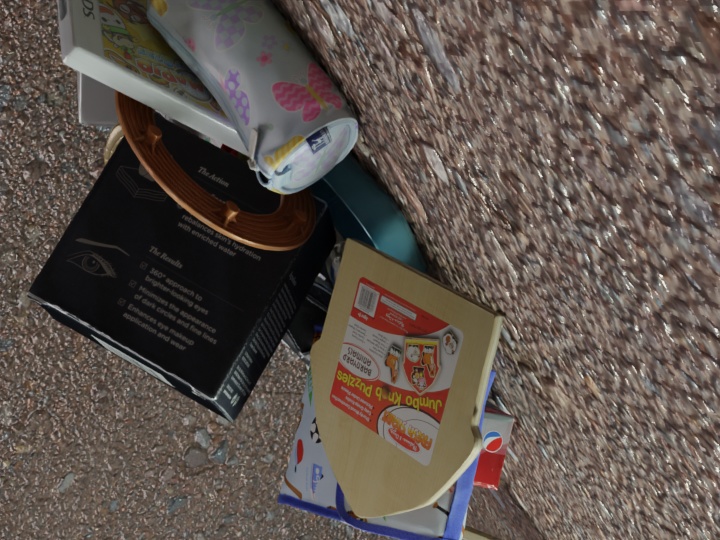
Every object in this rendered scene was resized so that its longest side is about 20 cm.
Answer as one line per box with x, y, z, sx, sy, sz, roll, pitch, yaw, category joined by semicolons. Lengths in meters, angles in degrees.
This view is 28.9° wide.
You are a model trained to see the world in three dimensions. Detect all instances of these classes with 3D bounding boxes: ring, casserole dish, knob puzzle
-0.111;-0.098;1.130;0.199;0.019;0.202;34;-151;-22;ring
-0.001;-0.052;1.202;0.200;0.039;0.122;49;170;43;casserole dish
0.030;0.099;1.094;0.030;0.221;0.220;2;-142;-43;knob puzzle

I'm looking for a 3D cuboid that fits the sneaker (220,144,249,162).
-0.090;-0.115;1.322;0.201;0.090;0.078;58;171;-28;sneaker

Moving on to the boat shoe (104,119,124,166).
-0.223;-0.117;1.464;0.201;0.071;0.066;86;-171;-63;boat shoe

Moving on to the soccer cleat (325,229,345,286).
0.000;0.000;1.301;0.087;0.069;0.200;56;174;-13;soccer cleat

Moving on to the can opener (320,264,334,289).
-0.039;-0.003;1.428;0.200;0.067;0.054;41;-157;-33;can opener

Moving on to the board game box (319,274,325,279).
-0.044;-0.033;1.577;0.201;0.043;0.200;61;173;-16;board game box

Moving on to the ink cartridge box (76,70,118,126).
-0.265;-0.261;1.508;0.201;0.083;0.147;-112;25;-59;ink cartridge box

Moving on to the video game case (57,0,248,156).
-0.159;-0.188;1.143;0.198;0.023;0.183;25;-147;-34;video game case

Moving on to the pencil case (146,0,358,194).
-0.085;-0.155;1.088;0.201;0.090;0.083;55;173;17;pencil case

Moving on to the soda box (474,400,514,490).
0.083;0.148;1.327;0.062;0.071;0.200;13;-178;-11;soda box

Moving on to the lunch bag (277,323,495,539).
0.028;0.138;1.188;0.123;0.173;0.199;16;174;-35;lunch bag

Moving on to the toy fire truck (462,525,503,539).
0.178;0.360;1.613;0.176;0.127;0.202;79;167;-75;toy fire truck

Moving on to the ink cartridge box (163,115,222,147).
-0.158;-0.147;1.495;0.137;0.076;0.201;55;154;17;ink cartridge box

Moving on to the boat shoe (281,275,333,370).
-0.026;0.076;1.341;0.201;0.072;0.068;51;179;-31;boat shoe

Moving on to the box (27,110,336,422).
-0.153;-0.004;1.247;0.195;0.202;0.118;28;169;12;box
